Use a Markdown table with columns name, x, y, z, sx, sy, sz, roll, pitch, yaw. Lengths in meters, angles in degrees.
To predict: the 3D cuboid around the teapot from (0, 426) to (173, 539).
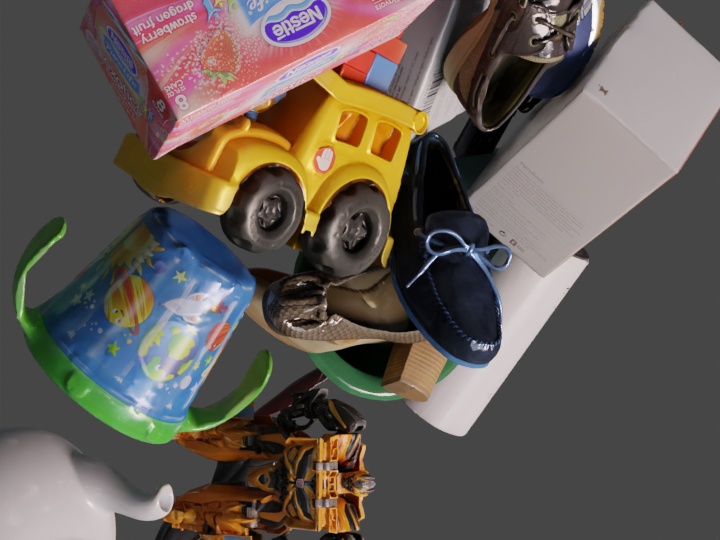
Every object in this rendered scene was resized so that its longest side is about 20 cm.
| name | x | y | z | sx | sy | sz | roll | pitch | yaw |
| --- | --- | --- | --- | --- | --- | --- | --- | --- | --- |
| teapot | -0.263 | 0.230 | 1.241 | 0.197 | 0.146 | 0.201 | -15 | 136 | -36 |

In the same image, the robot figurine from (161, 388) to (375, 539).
| name | x | y | z | sx | sy | sz | roll | pitch | yaw |
| --- | --- | --- | --- | --- | --- | --- | --- | --- | --- |
| robot figurine | -0.074 | 0.167 | 1.311 | 0.058 | 0.199 | 0.146 | 3 | 86 | -49 |

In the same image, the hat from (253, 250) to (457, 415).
| name | x | y | z | sx | sy | sz | roll | pitch | yaw |
| --- | --- | --- | --- | --- | --- | --- | --- | --- | --- |
| hat | -0.022 | 0.037 | 1.395 | 0.199 | 0.166 | 0.176 | -23 | -178 | -27 |

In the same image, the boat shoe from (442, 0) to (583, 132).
| name | x | y | z | sx | sy | sz | roll | pitch | yaw |
| --- | --- | --- | --- | --- | --- | --- | --- | --- | --- |
| boat shoe | 0.124 | -0.173 | 1.146 | 0.073 | 0.065 | 0.200 | -11 | 154 | -27 |

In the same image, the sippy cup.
| name | x | y | z | sx | sy | sz | roll | pitch | yaw |
| --- | --- | --- | --- | --- | --- | --- | --- | --- | --- |
| sippy cup | -0.148 | 0.030 | 1.160 | 0.131 | 0.140 | 0.178 | -51 | 151 | 10 |

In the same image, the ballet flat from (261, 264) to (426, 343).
| name | x | y | z | sx | sy | sz | roll | pitch | yaw |
| --- | --- | --- | --- | --- | --- | --- | --- | --- | --- |
| ballet flat | 0.018 | 0.021 | 1.215 | 0.199 | 0.046 | 0.068 | -2 | 83 | -38 |

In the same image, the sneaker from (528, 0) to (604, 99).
| name | x | y | z | sx | sy | sz | roll | pitch | yaw |
| --- | --- | --- | --- | --- | --- | --- | --- | --- | --- |
| sneaker | 0.139 | -0.220 | 1.208 | 0.088 | 0.075 | 0.201 | -21 | 130 | -50 |

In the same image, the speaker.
| name | x | y | z | sx | sy | sz | roll | pitch | yaw |
| --- | --- | --- | --- | --- | --- | --- | --- | --- | --- |
| speaker | 0.115 | 0.048 | 1.448 | 0.081 | 0.081 | 0.200 | 13 | 116 | -51 |

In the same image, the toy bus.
| name | x | y | z | sx | sy | sz | roll | pitch | yaw |
| --- | --- | --- | --- | --- | --- | --- | --- | --- | --- |
| toy bus | -0.047 | -0.109 | 1.149 | 0.200 | 0.135 | 0.193 | 14 | 102 | -49 |

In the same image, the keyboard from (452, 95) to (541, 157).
| name | x | y | z | sx | sy | sz | roll | pitch | yaw |
| --- | --- | --- | --- | --- | --- | --- | --- | --- | --- |
| keyboard | 0.151 | -0.175 | 1.333 | 0.201 | 0.040 | 0.104 | -60 | 162 | 23 |

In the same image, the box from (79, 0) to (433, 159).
| name | x | y | z | sx | sy | sz | roll | pitch | yaw |
| --- | --- | --- | --- | --- | --- | --- | --- | --- | --- |
| box | -0.064 | -0.165 | 1.035 | 0.199 | 0.103 | 0.095 | -28 | 179 | -20 |

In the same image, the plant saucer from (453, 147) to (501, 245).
| name | x | y | z | sx | sy | sz | roll | pitch | yaw |
| --- | --- | --- | --- | --- | --- | --- | --- | --- | --- |
| plant saucer | 0.087 | -0.015 | 1.456 | 0.199 | 0.036 | 0.201 | -27 | 141 | -24 |

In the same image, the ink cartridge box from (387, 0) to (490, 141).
| name | x | y | z | sx | sy | sz | roll | pitch | yaw |
| --- | --- | --- | --- | --- | --- | --- | --- | --- | --- |
| ink cartridge box | 0.089 | -0.209 | 1.254 | 0.173 | 0.043 | 0.201 | -33 | 149 | -55 |

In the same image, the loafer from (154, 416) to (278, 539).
| name | x | y | z | sx | sy | sz | roll | pitch | yaw |
| --- | --- | --- | --- | --- | --- | --- | --- | --- | --- |
| loafer | -0.119 | 0.226 | 1.454 | 0.200 | 0.072 | 0.073 | -54 | 146 | 13 |

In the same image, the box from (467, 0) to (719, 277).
| name | x | y | z | sx | sy | sz | roll | pitch | yaw |
| --- | --- | --- | --- | --- | --- | --- | --- | --- | --- |
| box | 0.188 | -0.102 | 1.313 | 0.125 | 0.097 | 0.200 | -52 | -176 | -34 |

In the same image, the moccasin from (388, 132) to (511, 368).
| name | x | y | z | sx | sy | sz | roll | pitch | yaw |
| --- | --- | --- | --- | --- | --- | --- | --- | --- | --- |
| moccasin | 0.058 | -0.022 | 1.197 | 0.080 | 0.201 | 0.068 | 8 | 134 | -37 |

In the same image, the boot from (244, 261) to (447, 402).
| name | x | y | z | sx | sy | sz | roll | pitch | yaw |
| --- | --- | --- | --- | --- | --- | --- | --- | --- | --- |
| boot | 0.001 | 0.000 | 1.280 | 0.201 | 0.071 | 0.145 | 30 | 65 | -24 |
